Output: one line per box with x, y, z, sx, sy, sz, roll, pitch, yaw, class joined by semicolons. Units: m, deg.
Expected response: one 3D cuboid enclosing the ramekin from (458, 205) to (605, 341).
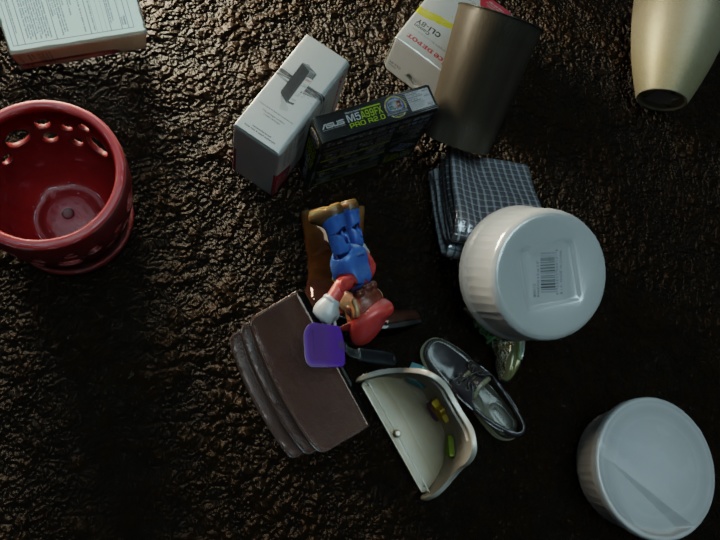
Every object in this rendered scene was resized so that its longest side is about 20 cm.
0.250;0.005;0.907;0.197;0.098;0.204;0;92;-13;ramekin

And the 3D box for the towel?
0.205;-0.107;1.024;0.163;0.086;0.202;6;53;-11;towel

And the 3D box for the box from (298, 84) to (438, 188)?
0.008;-0.209;0.999;0.197;0.160;0.045;-21;79;-17;box

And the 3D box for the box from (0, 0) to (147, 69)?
-0.441;-0.398;0.966;0.197;0.109;0.130;-16;100;-17;box

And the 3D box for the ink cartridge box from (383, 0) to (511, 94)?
0.157;-0.414;1.137;0.144;0.083;0.201;35;69;0;ink cartridge box

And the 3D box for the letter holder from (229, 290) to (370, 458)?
-0.094;0.151;0.872;0.141;0.101;0.202;-29;87;-2;letter holder

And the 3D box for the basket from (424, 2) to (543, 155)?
0.184;-0.297;0.998;0.134;0.181;0.203;16;111;-6;basket

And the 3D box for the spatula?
-0.007;0.109;0.850;0.199;0.020;0.057;22;56;-54;spatula

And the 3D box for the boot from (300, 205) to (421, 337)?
0.000;0.000;0.987;0.185;0.069;0.203;-1;74;-1;boot

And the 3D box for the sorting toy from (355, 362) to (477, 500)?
0.099;0.203;0.878;0.106;0.180;0.202;-27;81;-19;sorting toy

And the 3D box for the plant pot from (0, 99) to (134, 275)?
-0.408;-0.095;0.857;0.197;0.183;0.204;4;71;-12;plant pot

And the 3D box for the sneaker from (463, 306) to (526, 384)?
0.203;0.080;1.001;0.087;0.077;0.203;4;64;-10;sneaker

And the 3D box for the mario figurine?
-0.027;0.009;0.896;0.122;0.106;0.203;-16;94;-20;mario figurine

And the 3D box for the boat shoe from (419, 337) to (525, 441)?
0.175;0.177;0.965;0.072;0.065;0.200;-41;84;-19;boat shoe

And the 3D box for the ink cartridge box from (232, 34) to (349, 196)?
-0.111;-0.241;0.990;0.083;0.144;0.201;33;69;0;ink cartridge box

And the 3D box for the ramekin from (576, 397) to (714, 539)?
0.424;0.301;0.967;0.199;0.094;0.206;4;72;-12;ramekin

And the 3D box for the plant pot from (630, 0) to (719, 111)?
0.592;-0.417;1.201;0.185;0.187;0.203;18;84;-6;plant pot
